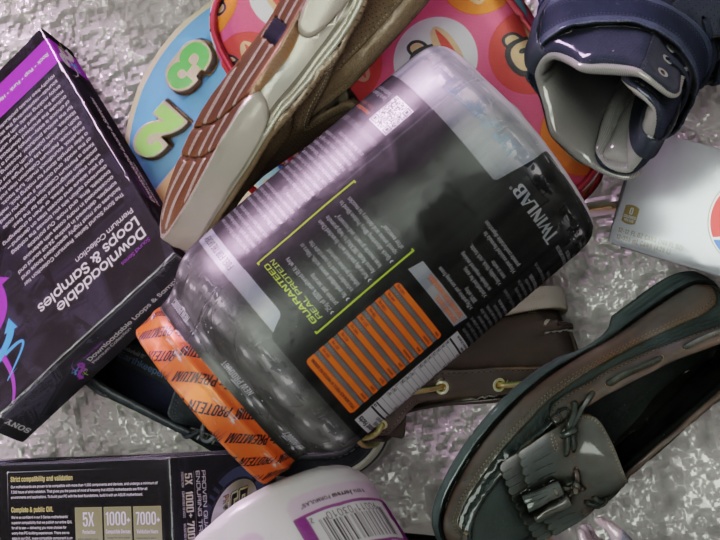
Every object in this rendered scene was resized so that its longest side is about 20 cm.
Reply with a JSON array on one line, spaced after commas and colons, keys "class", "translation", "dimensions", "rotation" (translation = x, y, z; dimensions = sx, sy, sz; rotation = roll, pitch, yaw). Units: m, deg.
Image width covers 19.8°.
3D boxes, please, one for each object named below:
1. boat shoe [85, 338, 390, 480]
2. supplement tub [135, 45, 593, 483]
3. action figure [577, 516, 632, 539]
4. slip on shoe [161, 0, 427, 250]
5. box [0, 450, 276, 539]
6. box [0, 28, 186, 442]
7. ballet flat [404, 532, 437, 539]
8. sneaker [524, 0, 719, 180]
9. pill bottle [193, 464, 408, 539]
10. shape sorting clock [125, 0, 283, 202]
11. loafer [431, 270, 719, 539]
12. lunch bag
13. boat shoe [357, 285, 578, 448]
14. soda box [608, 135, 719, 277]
[{"class": "boat shoe", "translation": [-0.078, 0.064, 1.135], "dimensions": [0.200, 0.062, 0.075], "rotation": [19, 83, 18]}, {"class": "supplement tub", "translation": [0.000, 0.000, 0.970], "dimensions": [0.200, 0.123, 0.123], "rotation": [-40, 76, -1]}, {"class": "action figure", "translation": [0.204, 0.145, 0.974], "dimensions": [0.134, 0.200, 0.149], "rotation": [-30, 91, 38]}, {"class": "slip on shoe", "translation": [-0.028, -0.089, 1.011], "dimensions": [0.061, 0.076, 0.200], "rotation": [29, 99, -19]}, {"class": "box", "translation": [-0.143, 0.181, 1.109], "dimensions": [0.200, 0.086, 0.164], "rotation": [-7, 85, 37]}, {"class": "box", "translation": [-0.184, -0.022, 1.153], "dimensions": [0.143, 0.036, 0.200], "rotation": [-42, 51, 11]}, {"class": "ballet flat", "translation": [0.018, 0.165, 1.077], "dimensions": [0.200, 0.066, 0.057], "rotation": [3, 86, 46]}, {"class": "sneaker", "translation": [0.176, -0.097, 1.004], "dimensions": [0.202, 0.146, 0.077], "rotation": [14, 134, -2]}, {"class": "pill bottle", "translation": [0.004, 0.201, 0.970], "dimensions": [0.112, 0.112, 0.200], "rotation": [-39, 65, 12]}, {"class": "shape sorting clock", "translation": [-0.038, -0.067, 1.144], "dimensions": [0.200, 0.039, 0.200], "rotation": [-1, 87, 18]}, {"class": "loafer", "translation": [0.122, 0.076, 1.026], "dimensions": [0.200, 0.072, 0.063], "rotation": [-41, 38, -17]}, {"class": "lunch bag", "translation": [0.015, -0.087, 1.076], "dimensions": [0.176, 0.082, 0.200], "rotation": [-31, 85, 6]}, {"class": "boat shoe", "translation": [0.018, 0.059, 1.078], "dimensions": [0.200, 0.072, 0.060], "rotation": [-13, 80, -9]}, {"class": "soda box", "translation": [0.231, -0.014, 1.037], "dimensions": [0.200, 0.068, 0.064], "rotation": [17, 93, 18]}]
